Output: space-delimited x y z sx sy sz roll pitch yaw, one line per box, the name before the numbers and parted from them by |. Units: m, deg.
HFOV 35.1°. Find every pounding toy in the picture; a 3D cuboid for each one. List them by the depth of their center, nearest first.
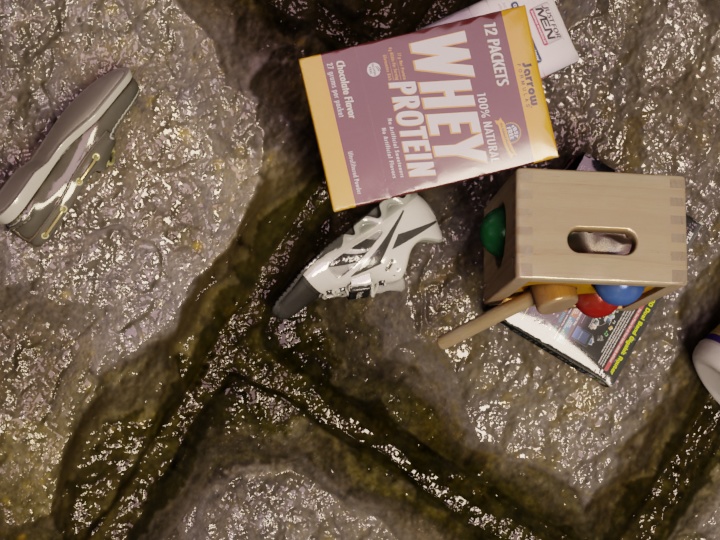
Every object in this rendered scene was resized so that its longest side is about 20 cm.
pounding toy | 0.184 -0.003 1.087 0.198 0.184 0.144 2 79 -4

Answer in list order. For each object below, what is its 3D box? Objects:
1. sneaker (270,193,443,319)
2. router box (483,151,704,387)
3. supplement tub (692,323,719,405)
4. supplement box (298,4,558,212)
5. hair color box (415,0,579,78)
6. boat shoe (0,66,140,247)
sneaker | 0.000 0.000 1.172 0.200 0.074 0.089 -38 93 -3
router box | 0.244 -0.002 1.201 0.149 0.062 0.201 31 89 -4
supplement tub | 0.463 0.074 1.183 0.200 0.145 0.146 -41 95 -3
supplement box | 0.056 -0.142 1.051 0.198 0.197 0.134 -13 94 -1
hair color box | 0.114 -0.218 1.183 0.199 0.061 0.101 -25 95 -3
boat shoe | -0.286 -0.116 1.147 0.060 0.072 0.202 45 75 -33
